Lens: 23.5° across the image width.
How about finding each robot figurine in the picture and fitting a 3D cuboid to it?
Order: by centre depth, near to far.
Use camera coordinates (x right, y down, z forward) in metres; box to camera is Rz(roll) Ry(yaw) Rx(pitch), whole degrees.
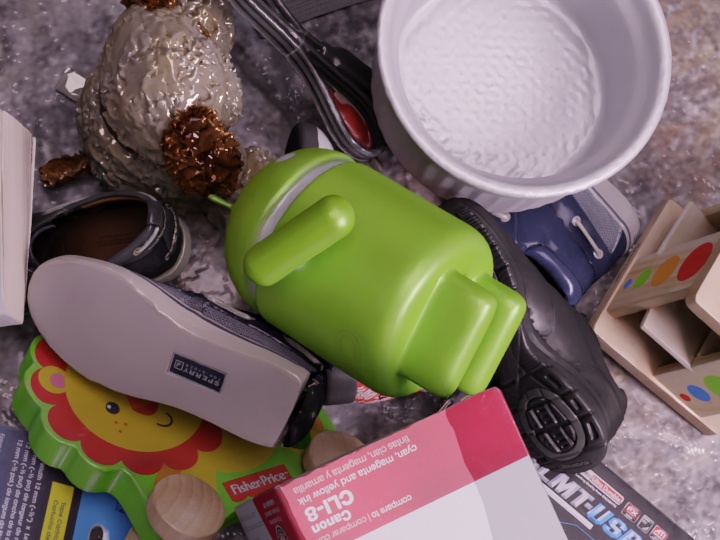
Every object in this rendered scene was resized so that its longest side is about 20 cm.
[{"bbox_3d":[0.000,0.000,1.065,0.200,0.175,0.116,32,105,27],"label":"robot figurine"}]

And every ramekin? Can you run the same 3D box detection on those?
[{"bbox_3d":[0.101,-0.135,1.178,0.200,0.098,0.201,2,78,-9],"label":"ramekin"}]

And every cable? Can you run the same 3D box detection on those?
[{"bbox_3d":[-0.042,-0.140,1.202,0.200,0.050,0.097,35,43,-29],"label":"cable"}]

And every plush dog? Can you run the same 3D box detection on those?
[{"bbox_3d":[-0.134,-0.114,1.151,0.160,0.172,0.200,-15,75,-17],"label":"plush dog"}]

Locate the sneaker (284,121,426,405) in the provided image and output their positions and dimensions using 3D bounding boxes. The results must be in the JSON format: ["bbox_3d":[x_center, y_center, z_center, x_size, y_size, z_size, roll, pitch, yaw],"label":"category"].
[{"bbox_3d":[0.010,-0.008,1.205,0.108,0.067,0.202,-4,74,-17],"label":"sneaker"}]

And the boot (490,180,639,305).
[{"bbox_3d":[0.104,-0.065,1.241,0.200,0.073,0.090,42,61,3],"label":"boot"}]

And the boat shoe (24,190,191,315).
[{"bbox_3d":[-0.215,-0.011,1.129,0.200,0.068,0.072,-12,76,8],"label":"boat shoe"}]

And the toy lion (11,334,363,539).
[{"bbox_3d":[-0.116,0.098,1.119,0.200,0.069,0.192,-11,57,-40],"label":"toy lion"}]

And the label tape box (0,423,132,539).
[{"bbox_3d":[-0.248,0.167,1.076,0.200,0.066,0.144,21,65,-28],"label":"label tape box"}]

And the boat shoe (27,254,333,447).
[{"bbox_3d":[-0.109,0.046,1.099,0.200,0.093,0.075,28,105,8],"label":"boat shoe"}]

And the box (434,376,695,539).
[{"bbox_3d":[0.093,0.198,1.158,0.200,0.050,0.199,39,67,4],"label":"box"}]

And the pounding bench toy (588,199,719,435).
[{"bbox_3d":[0.285,-0.008,1.205,0.124,0.156,0.200,39,66,-12],"label":"pounding bench toy"}]

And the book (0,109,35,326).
[{"bbox_3d":[-0.309,-0.020,1.102,0.200,0.048,0.134,-7,71,15],"label":"book"}]

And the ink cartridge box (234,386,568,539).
[{"bbox_3d":[0.040,0.193,0.990,0.144,0.145,0.200,-23,84,-18],"label":"ink cartridge box"}]

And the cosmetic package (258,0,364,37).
[{"bbox_3d":[-0.023,-0.258,1.214,0.113,0.200,0.081,-23,77,-19],"label":"cosmetic package"}]

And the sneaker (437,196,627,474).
[{"bbox_3d":[0.110,0.038,1.166,0.091,0.076,0.200,-31,92,-55],"label":"sneaker"}]
